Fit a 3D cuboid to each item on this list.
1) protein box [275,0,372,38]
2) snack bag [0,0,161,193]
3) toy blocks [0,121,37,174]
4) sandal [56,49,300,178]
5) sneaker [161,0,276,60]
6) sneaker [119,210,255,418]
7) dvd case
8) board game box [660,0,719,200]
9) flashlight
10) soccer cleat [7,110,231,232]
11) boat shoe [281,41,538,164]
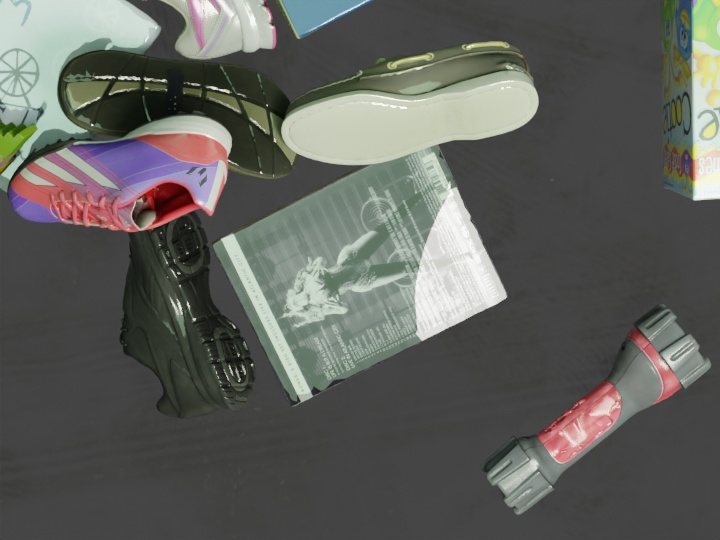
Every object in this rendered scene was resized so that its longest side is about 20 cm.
[{"bbox_3d":[-0.006,-0.307,1.165,0.197,0.135,0.202,-27,99,1],"label":"protein box"},{"bbox_3d":[-0.277,-0.169,1.229,0.199,0.021,0.190,31,96,-10],"label":"snack bag"},{"bbox_3d":[-0.358,-0.088,1.193,0.137,0.100,0.200,46,117,-6],"label":"toy blocks"},{"bbox_3d":[-0.137,-0.124,1.223,0.199,0.057,0.081,14,79,-20],"label":"sandal"},{"bbox_3d":[-0.138,-0.247,1.194,0.087,0.081,0.202,-24,99,-1],"label":"sneaker"},{"bbox_3d":[-0.157,0.024,1.240,0.090,0.076,0.202,-20,87,26],"label":"sneaker"},{"bbox_3d":[0.000,0.000,1.272,0.198,0.016,0.150,-26,100,1],"label":"dvd case"},{"bbox_3d":[0.291,-0.162,1.219,0.101,0.105,0.203,-3,98,-2],"label":"board game box"},{"bbox_3d":[0.186,0.113,1.274,0.199,0.068,0.068,-38,100,2],"label":"flashlight"},{"bbox_3d":[-0.186,-0.059,1.175,0.198,0.068,0.074,-12,58,26],"label":"soccer cleat"},{"bbox_3d":[0.036,-0.133,1.232,0.199,0.061,0.073,-9,139,2],"label":"boat shoe"}]
